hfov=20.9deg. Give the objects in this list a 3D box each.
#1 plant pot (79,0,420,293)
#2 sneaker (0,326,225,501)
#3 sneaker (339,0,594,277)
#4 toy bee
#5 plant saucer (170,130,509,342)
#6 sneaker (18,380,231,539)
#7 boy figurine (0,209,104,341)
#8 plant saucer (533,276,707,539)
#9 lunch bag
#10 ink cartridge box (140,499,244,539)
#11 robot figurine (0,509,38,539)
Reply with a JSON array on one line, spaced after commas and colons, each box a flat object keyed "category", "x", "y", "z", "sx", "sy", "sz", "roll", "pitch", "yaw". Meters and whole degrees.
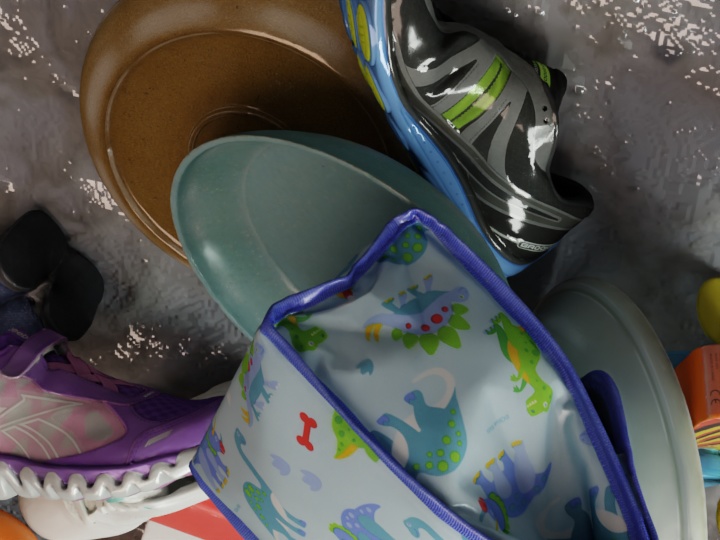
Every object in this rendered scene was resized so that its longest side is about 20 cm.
[{"category": "plant pot", "x": -0.054, "y": -0.061, "z": 0.988, "sx": 0.200, "sy": 0.027, "sz": 0.200, "roll": 10, "pitch": 129, "yaw": 13}, {"category": "sneaker", "x": -0.158, "y": 0.072, "z": 1.022, "sx": 0.200, "sy": 0.080, "sz": 0.089, "roll": -5, "pitch": 95, "yaw": 23}, {"category": "sneaker", "x": 0.049, "y": -0.088, "z": 0.905, "sx": 0.083, "sy": 0.071, "sz": 0.200, "roll": -29, "pitch": 121, "yaw": 3}, {"category": "toy bee", "x": 0.179, "y": 0.069, "z": 0.970, "sx": 0.109, "sy": 0.200, "sz": 0.131, "roll": 1, "pitch": 95, "yaw": -15}, {"category": "plant saucer", "x": 0.000, "y": 0.000, "z": 0.946, "sx": 0.200, "sy": 0.036, "sz": 0.200, "roll": 26, "pitch": 148, "yaw": 18}, {"category": "sneaker", "x": -0.130, "y": 0.114, "z": 1.104, "sx": 0.200, "sy": 0.088, "sz": 0.075, "roll": -23, "pitch": 97, "yaw": 29}, {"category": "boy figurine", "x": -0.235, "y": 0.044, "z": 1.112, "sx": 0.200, "sy": 0.064, "sz": 0.124, "roll": -28, "pitch": 114, "yaw": 36}, {"category": "plant saucer", "x": 0.101, "y": 0.104, "z": 0.954, "sx": 0.050, "sy": 0.200, "sz": 0.200, "roll": -6, "pitch": 133, "yaw": -18}, {"category": "lunch bag", "x": 0.038, "y": 0.099, "z": 0.873, "sx": 0.200, "sy": 0.127, "sz": 0.170, "roll": 48, "pitch": 151, "yaw": 12}, {"category": "ink cartridge box", "x": -0.060, "y": 0.194, "z": 1.180, "sx": 0.161, "sy": 0.050, "sz": 0.200, "roll": 19, "pitch": 133, "yaw": 5}, {"category": "robot figurine", "x": -0.238, "y": 0.213, "z": 1.190, "sx": 0.144, "sy": 0.117, "sz": 0.200, "roll": 30, "pitch": 159, "yaw": 12}]
